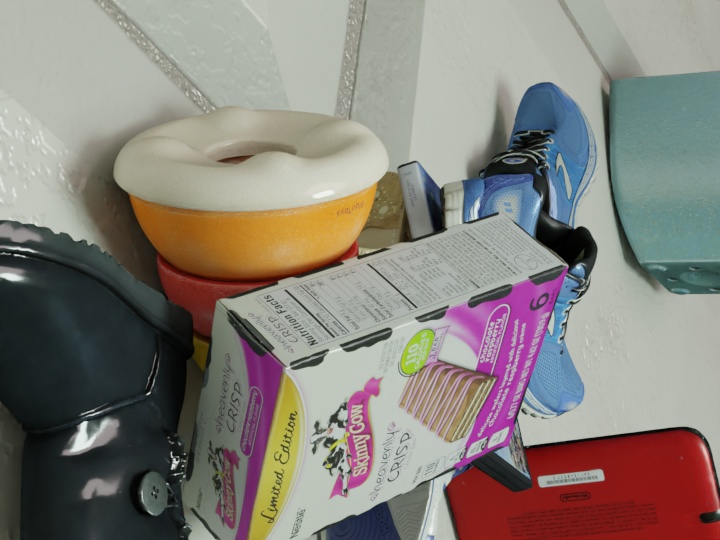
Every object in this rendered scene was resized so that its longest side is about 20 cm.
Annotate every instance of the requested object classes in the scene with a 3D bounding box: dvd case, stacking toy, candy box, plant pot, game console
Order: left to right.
[{"bbox_3d":[-0.057,0.020,0.794,0.146,0.146,0.201,-38,132,-59],"label":"stacking toy"},{"bbox_3d":[0.009,0.059,0.769,0.200,0.061,0.137,-18,135,-37],"label":"candy box"},{"bbox_3d":[0.071,0.041,0.970,0.143,0.017,0.201,43,33,-64],"label":"dvd case"},{"bbox_3d":[0.187,0.192,1.074,0.119,0.199,0.173,-29,106,-62],"label":"game console"},{"bbox_3d":[0.379,-0.083,1.559,0.196,0.195,0.201,33,63,-54],"label":"plant pot"}]

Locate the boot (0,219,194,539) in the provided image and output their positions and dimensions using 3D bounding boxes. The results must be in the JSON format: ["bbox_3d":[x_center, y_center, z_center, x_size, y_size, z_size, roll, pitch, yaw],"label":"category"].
[{"bbox_3d":[-0.133,0.081,0.644,0.200,0.076,0.169,37,45,-60],"label":"boot"}]

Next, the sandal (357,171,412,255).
[{"bbox_3d":[-0.005,0.002,0.922,0.070,0.077,0.212,52,29,-38],"label":"sandal"}]

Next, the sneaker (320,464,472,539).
[{"bbox_3d":[0.040,0.124,0.951,0.115,0.080,0.200,42,43,-46],"label":"sneaker"}]

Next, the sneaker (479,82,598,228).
[{"bbox_3d":[0.149,-0.081,1.217,0.089,0.078,0.201,49,40,-47],"label":"sneaker"}]

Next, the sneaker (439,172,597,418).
[{"bbox_3d":[0.121,0.019,0.966,0.079,0.089,0.200,-88,158,-51],"label":"sneaker"}]
